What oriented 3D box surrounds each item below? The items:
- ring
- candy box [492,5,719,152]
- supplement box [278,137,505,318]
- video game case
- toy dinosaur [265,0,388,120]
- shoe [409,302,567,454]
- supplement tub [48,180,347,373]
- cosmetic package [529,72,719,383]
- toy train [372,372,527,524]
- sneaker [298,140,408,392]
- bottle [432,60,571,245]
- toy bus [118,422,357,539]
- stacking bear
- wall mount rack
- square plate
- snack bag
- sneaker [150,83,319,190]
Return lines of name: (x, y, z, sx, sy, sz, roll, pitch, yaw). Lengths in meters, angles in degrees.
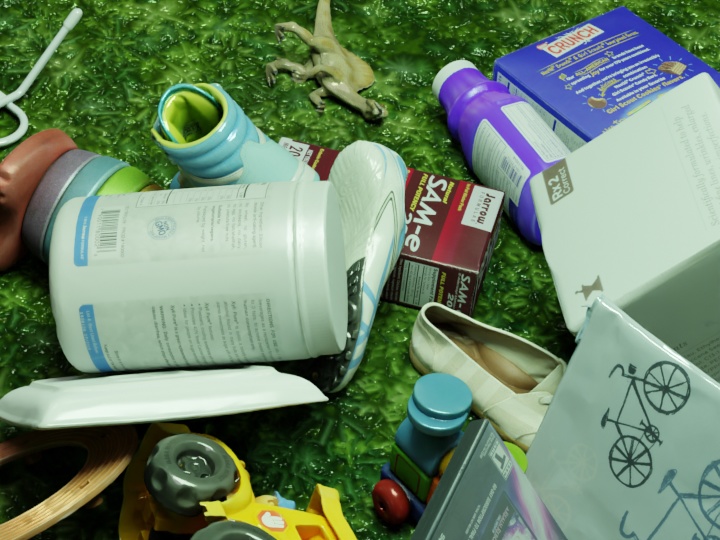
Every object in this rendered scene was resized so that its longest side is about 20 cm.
ring: (-0.242, 0.156, 1.173, 0.200, 0.019, 0.200, -21, 17, 7)
candy box: (0.243, -0.141, 1.576, 0.169, 0.077, 0.200, -26, 53, -28)
supplement box: (0.011, -0.036, 1.447, 0.200, 0.061, 0.109, 14, 45, 7)
video game case: (0.101, 0.216, 1.113, 0.019, 0.200, 0.143, -16, 28, 38)
toy dinosaur: (-0.036, -0.201, 1.636, 0.101, 0.058, 0.200, 1, 49, -28)
shoe: (0.120, 0.089, 1.331, 0.200, 0.053, 0.070, 31, 48, 24)
supplement tub: (-0.115, 0.005, 1.260, 0.200, 0.132, 0.132, -3, 43, 5)
cosmetic package: (0.257, -0.001, 1.300, 0.165, 0.200, 0.165, -32, 41, 20)
toy train: (0.095, 0.168, 1.199, 0.085, 0.116, 0.200, -25, 51, -29)
sneaker: (0.000, 0.000, 1.352, 0.072, 0.200, 0.072, 7, -8, 42)
bottle: (0.129, -0.110, 1.524, 0.065, 0.084, 0.200, -17, 47, -20)
toy bus: (-0.053, 0.200, 1.149, 0.192, 0.136, 0.200, -1, 39, -27)
stacking bear: (-0.185, -0.022, 1.381, 0.200, 0.122, 0.114, 28, 47, 10)
wall mount rack: (-0.356, -0.200, 1.567, 0.200, 0.075, 0.174, 34, 50, 26)
square plate: (-0.147, 0.086, 1.216, 0.198, 0.028, 0.200, -5, 0, -21)
snack bag: (0.200, 0.144, 1.190, 0.200, 0.189, 0.021, 38, 32, 30)
sneaker: (-0.125, -0.096, 1.371, 0.080, 0.131, 0.200, -55, 26, -18)
